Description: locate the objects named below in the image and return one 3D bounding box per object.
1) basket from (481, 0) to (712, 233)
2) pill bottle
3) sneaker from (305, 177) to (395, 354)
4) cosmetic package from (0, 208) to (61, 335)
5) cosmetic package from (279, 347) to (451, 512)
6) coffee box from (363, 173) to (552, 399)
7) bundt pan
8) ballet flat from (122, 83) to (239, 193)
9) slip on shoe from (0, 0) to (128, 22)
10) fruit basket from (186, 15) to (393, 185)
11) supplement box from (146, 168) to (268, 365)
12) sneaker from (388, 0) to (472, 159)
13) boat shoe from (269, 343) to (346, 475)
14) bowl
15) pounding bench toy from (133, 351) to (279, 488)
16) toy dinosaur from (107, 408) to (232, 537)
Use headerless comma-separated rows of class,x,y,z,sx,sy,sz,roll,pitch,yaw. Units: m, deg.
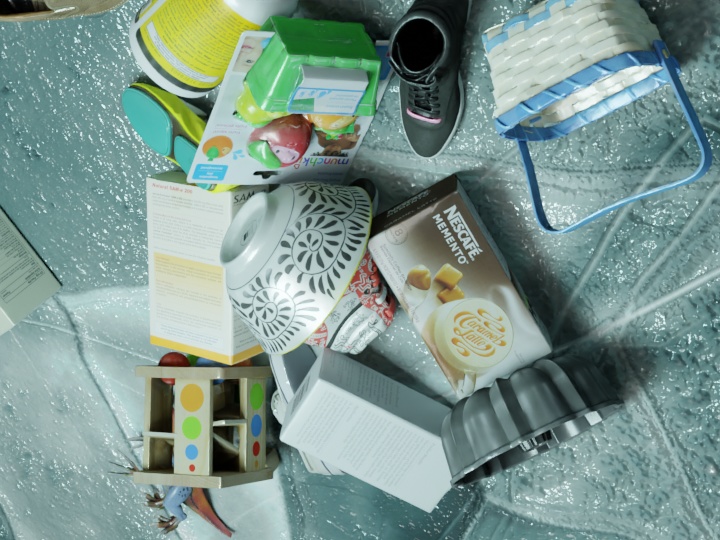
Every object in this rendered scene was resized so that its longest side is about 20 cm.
basket,0.209,-0.150,1.181,0.176,0.139,0.201,-22,76,36
pill bottle,-0.135,-0.270,1.324,0.200,0.112,0.113,-34,99,39
sneaker,0.000,0.000,1.455,0.108,0.067,0.202,21,109,-21
cosmetic package,-0.487,-0.021,1.674,0.071,0.105,0.200,-28,102,39
cosmetic package,0.021,0.181,1.501,0.200,0.071,0.102,28,118,-10
coffee box,0.101,0.016,1.371,0.114,0.080,0.200,-28,104,11
bundt pan,0.169,0.151,1.379,0.202,0.202,0.076,-38,71,39
ballet flat,-0.187,-0.147,1.448,0.200,0.067,0.067,42,135,37
slip on shoe,-0.324,-0.309,1.435,0.200,0.061,0.076,-1,118,29
fruit basket,-0.063,-0.155,1.329,0.094,0.185,0.200,60,139,40
supplement box,-0.172,-0.008,1.491,0.126,0.073,0.201,12,109,32
sneaker,0.058,-0.184,1.281,0.071,0.099,0.200,18,127,16
boat shoe,-0.075,0.165,1.591,0.070,0.071,0.200,-10,120,30
bowl,-0.085,-0.021,1.371,0.094,0.201,0.201,30,134,-24
pounding bench toy,-0.171,0.177,1.621,0.124,0.200,0.156,-1,87,26
toy dinosaur,-0.246,0.250,1.752,0.200,0.105,0.182,11,117,-23
